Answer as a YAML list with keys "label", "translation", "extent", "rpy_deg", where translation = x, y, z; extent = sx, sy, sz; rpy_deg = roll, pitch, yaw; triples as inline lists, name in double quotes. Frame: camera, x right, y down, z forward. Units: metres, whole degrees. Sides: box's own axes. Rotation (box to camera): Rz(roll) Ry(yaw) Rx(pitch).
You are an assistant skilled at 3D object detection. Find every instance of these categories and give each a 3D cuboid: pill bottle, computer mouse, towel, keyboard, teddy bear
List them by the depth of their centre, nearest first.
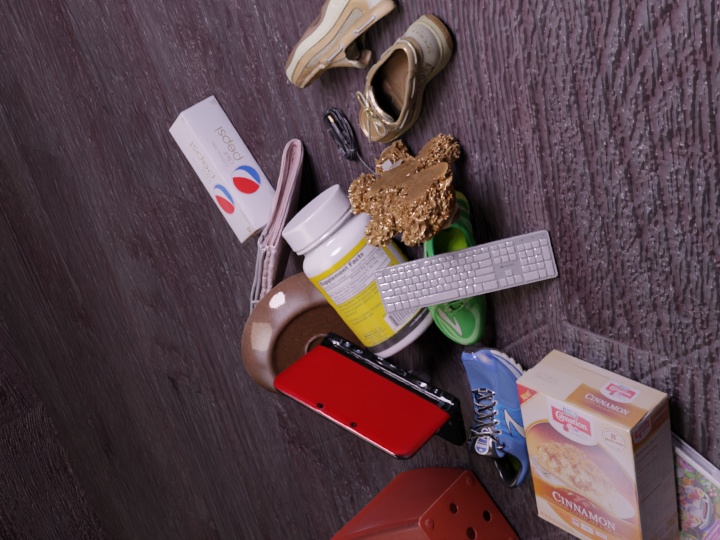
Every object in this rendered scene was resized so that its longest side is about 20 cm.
- label: "keyboard"
  translation: [0.115, 0.003, 1.123]
  extent: [0.196, 0.011, 0.057]
  rpy_deg: [-13, 108, 13]
- label: "teddy bear"
  translation: [0.054, -0.085, 1.136]
  extent: [0.067, 0.146, 0.199]
  rpy_deg: [45, 159, -26]
- label: "computer mouse"
  translation: [0.010, -0.115, 1.261]
  extent: [0.201, 0.034, 0.059]
  rpy_deg: [53, 150, 7]
- label: "pill bottle"
  translation: [0.000, 0.000, 1.272]
  extent: [0.201, 0.114, 0.114]
  rpy_deg: [51, 150, -12]
- label: "towel"
  translation: [-0.113, -0.042, 1.378]
  extent: [0.032, 0.193, 0.202]
  rpy_deg: [13, 141, 0]

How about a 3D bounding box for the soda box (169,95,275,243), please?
- label: "soda box"
  translation: [-0.194, -0.147, 1.492]
  extent: [0.202, 0.063, 0.068]
  rpy_deg: [57, 149, -1]

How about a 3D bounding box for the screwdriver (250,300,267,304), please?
- label: "screwdriver"
  translation: [-0.056, 0.037, 1.358]
  extent: [0.028, 0.197, 0.030]
  rpy_deg: [-9, 77, 59]

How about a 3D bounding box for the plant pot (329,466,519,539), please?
- label: "plant pot"
  translation: [0.109, 0.399, 1.463]
  extent: [0.201, 0.199, 0.176]
  rpy_deg: [54, 138, 2]

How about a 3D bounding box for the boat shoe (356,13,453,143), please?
- label: "boat shoe"
  translation: [0.034, -0.201, 1.118]
  extent: [0.074, 0.062, 0.201]
  rpy_deg: [49, 149, 10]

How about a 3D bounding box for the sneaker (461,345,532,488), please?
- label: "sneaker"
  translation: [0.170, 0.182, 1.249]
  extent: [0.078, 0.089, 0.202]
  rpy_deg: [0, 122, 53]

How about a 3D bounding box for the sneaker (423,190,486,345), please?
- label: "sneaker"
  translation: [0.104, 0.009, 1.181]
  extent: [0.073, 0.084, 0.203]
  rpy_deg: [-8, 121, 9]

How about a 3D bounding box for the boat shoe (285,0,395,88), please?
- label: "boat shoe"
  translation: [-0.022, -0.254, 1.150]
  extent: [0.076, 0.072, 0.200]
  rpy_deg: [43, 149, -3]

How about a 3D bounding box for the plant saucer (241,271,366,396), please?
- label: "plant saucer"
  translation: [-0.059, 0.094, 1.354]
  extent: [0.037, 0.197, 0.203]
  rpy_deg: [-126, 21, -52]

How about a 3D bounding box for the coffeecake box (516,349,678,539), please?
- label: "coffeecake box"
  translation: [0.263, 0.209, 1.131]
  extent: [0.152, 0.073, 0.203]
  rpy_deg: [21, 134, 46]

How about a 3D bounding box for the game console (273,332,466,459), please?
- label: "game console"
  translation: [0.015, 0.175, 1.253]
  extent: [0.198, 0.119, 0.173]
  rpy_deg: [26, 156, 25]

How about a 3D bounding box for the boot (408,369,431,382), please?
- label: "boot"
  translation: [0.027, 0.165, 1.456]
  extent: [0.096, 0.073, 0.200]
  rpy_deg: [45, 149, 4]

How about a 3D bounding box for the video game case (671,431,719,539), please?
- label: "video game case"
  translation: [0.332, 0.230, 1.143]
  extent: [0.199, 0.018, 0.144]
  rpy_deg: [41, 147, 25]
